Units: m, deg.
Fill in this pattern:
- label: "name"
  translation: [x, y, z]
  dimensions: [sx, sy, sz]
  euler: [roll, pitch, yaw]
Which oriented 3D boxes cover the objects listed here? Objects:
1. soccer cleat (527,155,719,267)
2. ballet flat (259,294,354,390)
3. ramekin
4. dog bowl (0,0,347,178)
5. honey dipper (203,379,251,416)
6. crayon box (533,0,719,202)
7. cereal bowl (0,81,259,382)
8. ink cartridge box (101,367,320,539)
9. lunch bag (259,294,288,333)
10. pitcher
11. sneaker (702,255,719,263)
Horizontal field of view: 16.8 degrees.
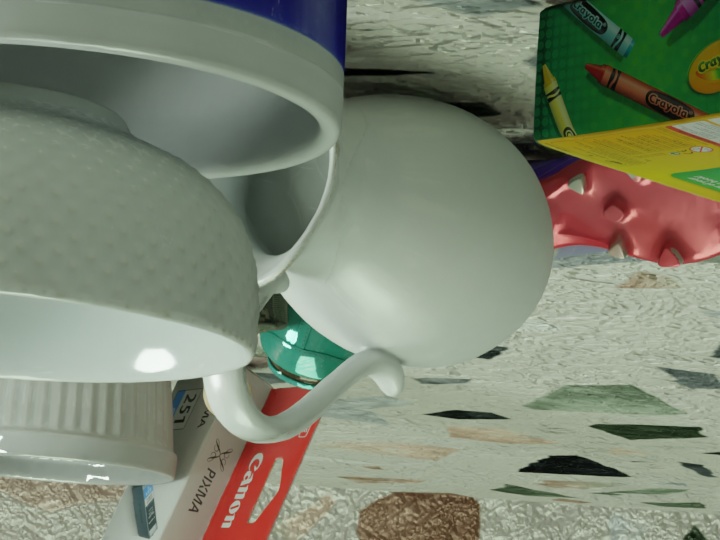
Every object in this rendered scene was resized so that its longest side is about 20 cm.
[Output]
- label: "soccer cleat"
  translation: [0.114, -0.036, 1.194]
  dimensions: [0.199, 0.067, 0.077]
  euler: [-11, -158, 28]
- label: "ballet flat"
  translation: [0.002, -0.010, 1.250]
  dimensions: [0.067, 0.071, 0.200]
  euler: [22, -152, 4]
- label: "ramekin"
  translation: [-0.242, 0.107, 1.937]
  dimensions: [0.199, 0.106, 0.200]
  euler: [4, 169, 1]
- label: "dog bowl"
  translation: [-0.103, -0.093, 0.882]
  dimensions: [0.199, 0.079, 0.200]
  euler: [4, 169, 1]
- label: "honey dipper"
  translation: [-0.086, -0.016, 1.067]
  dimensions: [0.038, 0.038, 0.201]
  euler: [-1, 127, 24]
- label: "crayon box"
  translation: [0.179, -0.064, 0.982]
  dimensions: [0.199, 0.059, 0.118]
  euler: [13, 166, -42]
- label: "cereal bowl"
  translation: [-0.133, -0.016, 0.860]
  dimensions: [0.199, 0.084, 0.200]
  euler: [3, 170, 1]
- label: "ink cartridge box"
  translation: [-0.123, 0.170, 1.970]
  dimensions: [0.045, 0.201, 0.176]
  euler: [37, 154, -28]
- label: "lunch bag"
  translation: [-0.153, -0.030, 1.138]
  dimensions: [0.163, 0.119, 0.199]
  euler: [-2, 172, 36]
- label: "pitcher"
  translation: [0.000, 0.000, 1.084]
  dimensions: [0.121, 0.173, 0.200]
  euler: [3, 170, 35]
- label: "sneaker"
  translation: [0.220, 0.007, 1.193]
  dimensions: [0.075, 0.116, 0.200]
  euler: [13, 167, -41]
